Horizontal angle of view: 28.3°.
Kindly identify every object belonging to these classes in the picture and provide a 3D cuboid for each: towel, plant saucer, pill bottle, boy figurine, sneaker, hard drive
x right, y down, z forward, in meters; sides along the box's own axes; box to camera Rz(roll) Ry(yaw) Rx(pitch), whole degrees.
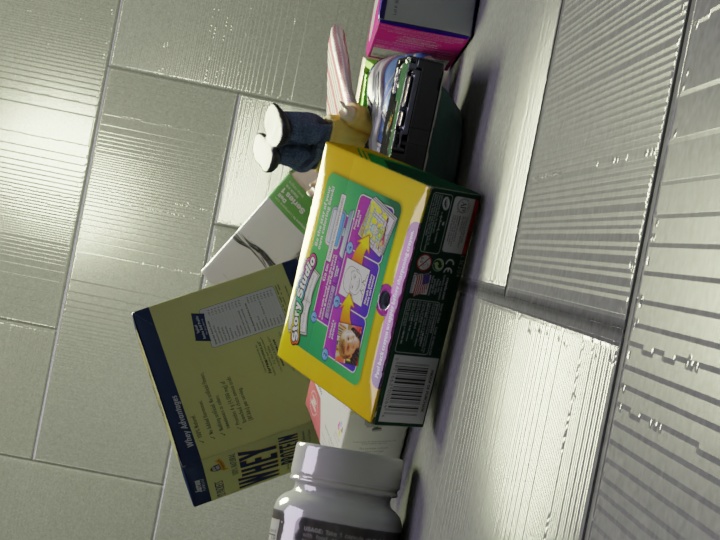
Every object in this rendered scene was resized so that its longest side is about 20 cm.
[{"bbox_3d":[-0.016,-0.181,1.727,0.200,0.030,0.147,94,166,-56],"label":"towel"},{"bbox_3d":[0.069,-0.087,1.410,0.200,0.036,0.200,-170,90,-87],"label":"plant saucer"},{"bbox_3d":[-0.027,0.252,1.220,0.114,0.114,0.200,123,158,-82],"label":"pill bottle"},{"bbox_3d":[-0.021,-0.131,1.600,0.124,0.200,0.064,-62,37,29],"label":"boy figurine"},{"bbox_3d":[0.051,-0.144,1.547,0.077,0.076,0.201,-15,76,48],"label":"sneaker"},{"bbox_3d":[0.043,-0.131,1.351,0.200,0.038,0.140,-102,23,-83],"label":"hard drive"}]

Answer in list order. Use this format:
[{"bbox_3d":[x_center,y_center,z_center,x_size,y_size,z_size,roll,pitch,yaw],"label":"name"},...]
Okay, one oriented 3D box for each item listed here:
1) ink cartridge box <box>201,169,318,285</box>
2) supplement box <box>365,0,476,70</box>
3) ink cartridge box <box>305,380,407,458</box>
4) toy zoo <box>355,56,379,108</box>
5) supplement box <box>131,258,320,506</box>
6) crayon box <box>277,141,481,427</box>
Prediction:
[{"bbox_3d":[-0.095,-0.051,1.845,0.200,0.084,0.146,-45,-3,28],"label":"ink cartridge box"},{"bbox_3d":[0.067,-0.290,1.550,0.200,0.103,0.101,161,119,-85],"label":"supplement box"},{"bbox_3d":[0.007,0.084,1.344,0.117,0.067,0.200,-116,32,-51],"label":"ink cartridge box"},{"bbox_3d":[0.039,-0.170,1.736,0.200,0.020,0.131,-136,51,-57],"label":"toy zoo"},{"bbox_3d":[-0.130,0.126,1.614,0.134,0.199,0.200,91,158,-62],"label":"supplement box"},{"bbox_3d":[0.011,0.008,1.208,0.172,0.058,0.200,30,109,56],"label":"crayon box"}]
